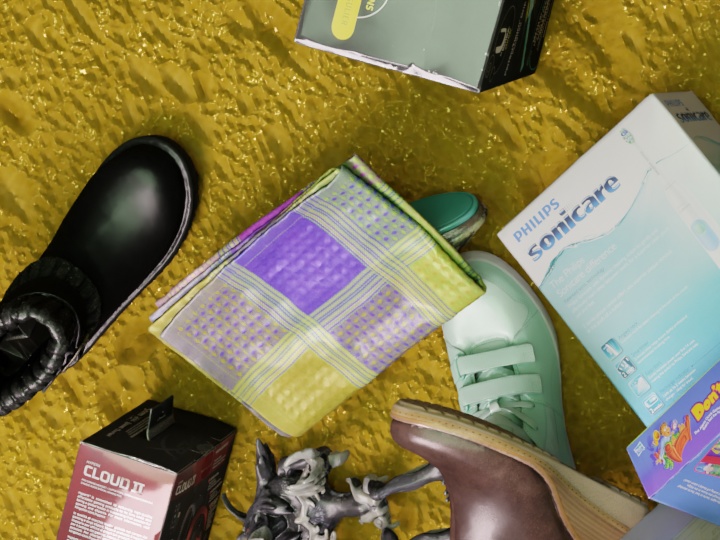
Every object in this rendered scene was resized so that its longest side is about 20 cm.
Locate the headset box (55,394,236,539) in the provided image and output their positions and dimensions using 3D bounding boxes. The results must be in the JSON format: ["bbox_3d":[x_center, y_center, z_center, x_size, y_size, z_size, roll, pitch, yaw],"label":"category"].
[{"bbox_3d":[-0.156,0.186,1.774,0.075,0.149,0.201,17,103,10],"label":"headset box"}]

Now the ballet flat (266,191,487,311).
[{"bbox_3d":[0.000,0.000,1.761,0.200,0.072,0.072,-15,94,15],"label":"ballet flat"}]

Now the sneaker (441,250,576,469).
[{"bbox_3d":[0.096,0.087,1.715,0.074,0.118,0.201,-17,94,15],"label":"sneaker"}]

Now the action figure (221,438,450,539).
[{"bbox_3d":[-0.018,0.170,1.756,0.199,0.102,0.119,-11,100,25],"label":"action figure"}]

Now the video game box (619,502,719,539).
[{"bbox_3d":[0.219,0.240,1.659,0.047,0.200,0.183,-6,101,30],"label":"video game box"}]

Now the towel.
[{"bbox_3d":[-0.030,0.024,1.724,0.200,0.023,0.144,-37,112,26],"label":"towel"}]

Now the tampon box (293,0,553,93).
[{"bbox_3d":[0.055,-0.206,1.641,0.126,0.200,0.150,16,101,11],"label":"tampon box"}]

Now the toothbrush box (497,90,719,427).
[{"bbox_3d":[0.211,0.004,1.669,0.146,0.085,0.200,-44,77,22],"label":"toothbrush box"}]

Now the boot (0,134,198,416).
[{"bbox_3d":[-0.198,0.006,1.753,0.079,0.158,0.211,35,104,7],"label":"boot"}]

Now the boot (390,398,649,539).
[{"bbox_3d":[0.077,0.187,1.628,0.200,0.072,0.167,28,89,-18],"label":"boot"}]

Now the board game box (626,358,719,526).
[{"bbox_3d":[0.286,0.114,1.622,0.134,0.200,0.045,-46,41,25],"label":"board game box"}]
